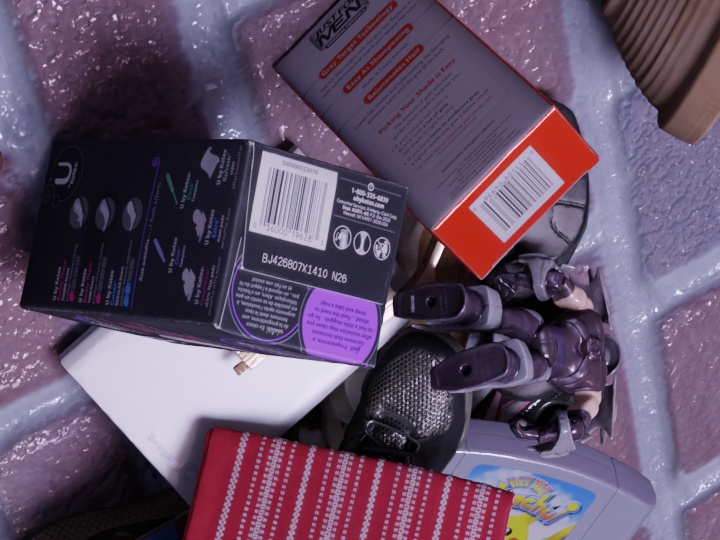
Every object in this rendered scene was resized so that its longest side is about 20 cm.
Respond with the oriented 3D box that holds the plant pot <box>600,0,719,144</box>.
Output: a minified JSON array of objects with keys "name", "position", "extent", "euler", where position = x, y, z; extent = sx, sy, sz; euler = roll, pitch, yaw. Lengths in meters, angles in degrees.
[{"name":"plant pot","position":[0.212,-0.188,1.491],"extent":[0.092,0.201,0.202],"euler":[25,110,0]}]

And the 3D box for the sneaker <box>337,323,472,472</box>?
[{"name":"sneaker","position":[0.009,0.134,1.506],"extent":[0.076,0.114,0.200],"euler":[29,109,3]}]

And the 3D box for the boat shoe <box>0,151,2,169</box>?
[{"name":"boat shoe","position":[-0.289,-0.028,1.321],"extent":[0.199,0.070,0.071],"euler":[-33,130,-9]}]

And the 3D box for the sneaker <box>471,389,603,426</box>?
[{"name":"sneaker","position":[0.090,0.130,1.664],"extent":[0.200,0.086,0.080],"euler":[-53,145,11]}]

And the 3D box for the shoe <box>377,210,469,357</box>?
[{"name":"shoe","position":[0.039,0.023,1.593],"extent":[0.070,0.053,0.201],"euler":[-46,150,-44]}]

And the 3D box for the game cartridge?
[{"name":"game cartridge","position":[0.095,0.163,1.627],"extent":[0.199,0.041,0.134],"euler":[15,125,-21]}]

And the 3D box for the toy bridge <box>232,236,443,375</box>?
[{"name":"toy bridge","position":[0.000,0.000,1.479],"extent":[0.200,0.027,0.067],"euler":[-39,104,-2]}]

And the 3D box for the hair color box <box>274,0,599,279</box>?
[{"name":"hair color box","position":[0.041,-0.093,1.400],"extent":[0.102,0.200,0.061],"euler":[-45,135,3]}]

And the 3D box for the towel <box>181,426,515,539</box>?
[{"name":"towel","position":[-0.017,0.182,1.450],"extent":[0.023,0.199,0.146],"euler":[77,26,-72]}]

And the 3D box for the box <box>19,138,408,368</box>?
[{"name":"box","position":[-0.086,-0.012,1.363],"extent":[0.122,0.199,0.107],"euler":[16,82,-40]}]

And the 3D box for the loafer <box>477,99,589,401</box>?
[{"name":"loafer","position":[0.106,-0.017,1.593],"extent":[0.072,0.072,0.201],"euler":[4,101,-15]}]

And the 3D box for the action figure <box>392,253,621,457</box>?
[{"name":"action figure","position":[0.107,0.048,1.506],"extent":[0.069,0.131,0.200],"euler":[-24,160,30]}]

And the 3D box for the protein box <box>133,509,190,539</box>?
[{"name":"protein box","position":[-0.085,0.281,1.540],"extent":[0.134,0.199,0.200],"euler":[-27,159,-7]}]

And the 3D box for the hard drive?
[{"name":"hard drive","position":[-0.073,0.037,1.501],"extent":[0.200,0.026,0.132],"euler":[-42,103,-1]}]

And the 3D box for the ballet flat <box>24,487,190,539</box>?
[{"name":"ballet flat","position":[-0.153,0.186,1.581],"extent":[0.199,0.046,0.068],"euler":[-22,130,-19]}]

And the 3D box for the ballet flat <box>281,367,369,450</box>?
[{"name":"ballet flat","position":[-0.023,0.097,1.587],"extent":[0.068,0.068,0.201],"euler":[-13,128,-28]}]
